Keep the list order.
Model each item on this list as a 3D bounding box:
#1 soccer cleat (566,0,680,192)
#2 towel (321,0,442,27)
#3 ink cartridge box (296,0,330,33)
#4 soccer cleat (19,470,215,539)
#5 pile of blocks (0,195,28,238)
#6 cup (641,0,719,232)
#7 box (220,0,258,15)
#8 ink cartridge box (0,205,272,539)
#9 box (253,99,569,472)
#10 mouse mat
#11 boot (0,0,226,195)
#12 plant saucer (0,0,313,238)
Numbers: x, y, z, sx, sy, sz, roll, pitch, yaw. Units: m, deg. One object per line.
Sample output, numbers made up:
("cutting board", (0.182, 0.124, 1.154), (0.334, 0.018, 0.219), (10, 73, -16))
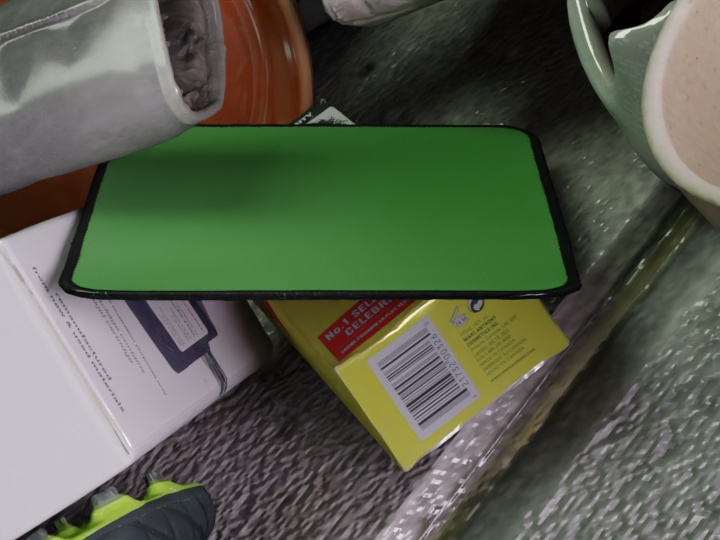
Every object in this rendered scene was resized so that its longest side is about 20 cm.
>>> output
("soccer cleat", (0.106, -0.098, 0.904), (0.070, 0.086, 0.200), (-33, 25, 10))
("towel", (0.107, -0.151, 0.965), (0.199, 0.032, 0.191), (-21, 4, 33))
("ink cartridge box", (-0.035, -0.183, 1.229), (0.199, 0.084, 0.146), (-28, 29, 20))
("soccer cleat", (-0.105, 0.133, 0.826), (0.067, 0.081, 0.200), (-31, 3, 38))
("pile of blocks", (-0.168, -0.093, 1.086), (0.082, 0.201, 0.062), (3, 11, -6))
("cup", (0.189, -0.032, 0.617), (0.200, 0.143, 0.201), (-30, 26, 16))
("box", (-0.067, -0.173, 1.040), (0.199, 0.137, 0.040), (-21, 4, 36))
("ink cartridge box", (-0.128, 0.047, 0.883), (0.144, 0.085, 0.200), (-32, 0, 13))
("box", (0.000, 0.000, 0.920), (0.075, 0.050, 0.200), (-37, 26, -3))
("mouse mat", (-0.013, -0.022, 0.852), (0.160, 0.008, 0.200), (0, 19, 0))
("boot", (-0.146, -0.029, 0.842), (0.199, 0.073, 0.182), (-9, 43, 12))
("plant saucer", (-0.118, -0.075, 1.028), (0.200, 0.201, 0.032), (-31, 16, 14))
